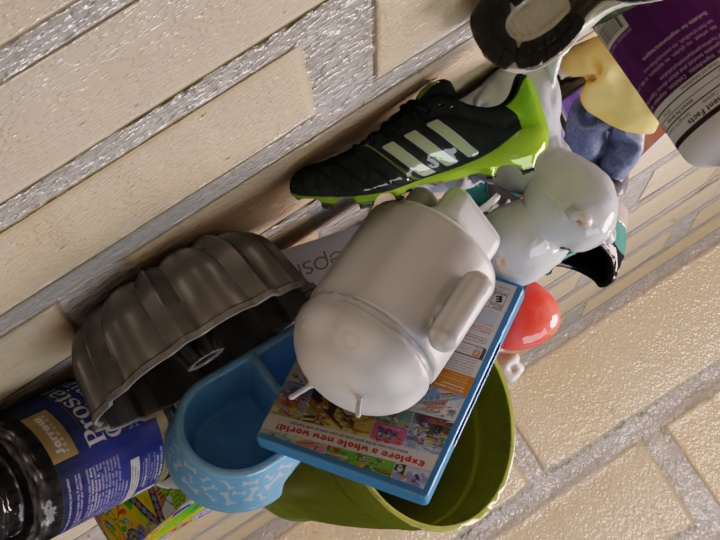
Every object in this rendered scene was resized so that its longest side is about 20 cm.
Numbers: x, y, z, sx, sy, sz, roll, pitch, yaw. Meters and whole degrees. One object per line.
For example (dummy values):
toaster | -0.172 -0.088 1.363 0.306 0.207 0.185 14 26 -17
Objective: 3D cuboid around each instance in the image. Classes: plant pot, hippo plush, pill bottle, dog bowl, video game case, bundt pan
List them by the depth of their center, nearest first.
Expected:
pill bottle | 0.260 -0.157 1.532 0.112 0.200 0.112 -33 170 -6
bundt pan | -0.137 0.038 1.561 0.202 0.076 0.202 -33 169 -7
video game case | 0.025 0.074 1.591 0.018 0.143 0.200 81 31 -57
dog bowl | -0.063 0.108 1.616 0.200 0.112 0.050 -30 156 -17
hippo plush | 0.143 -0.079 1.646 0.200 0.161 0.159 -36 169 15
pill bottle | -0.250 0.156 1.657 0.200 0.112 0.112 -25 167 -42
plant pot | -0.003 0.141 1.786 0.200 0.201 0.193 -24 -177 -43

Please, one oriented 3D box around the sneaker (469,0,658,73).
sneaker | 0.159 -0.201 1.434 0.200 0.077 0.089 -27 -178 -9

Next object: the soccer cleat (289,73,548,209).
soccer cleat | 0.041 -0.098 1.533 0.200 0.081 0.068 -13 -170 -3

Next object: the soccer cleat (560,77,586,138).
soccer cleat | 0.178 -0.114 1.843 0.068 0.073 0.200 -28 169 -29

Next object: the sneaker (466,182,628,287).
sneaker | 0.156 -0.045 1.817 0.200 0.080 0.071 19 147 -24

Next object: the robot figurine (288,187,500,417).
robot figurine | 0.025 0.027 1.541 0.169 0.113 0.200 1 -132 52

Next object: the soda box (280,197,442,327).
soda box | 0.000 0.000 1.727 0.200 0.064 0.068 -18 168 -6

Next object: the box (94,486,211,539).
box | -0.145 0.150 1.937 0.200 0.122 0.193 -24 167 -42

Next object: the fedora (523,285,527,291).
fedora | 0.065 0.004 1.889 0.200 0.092 0.201 -34 -158 15

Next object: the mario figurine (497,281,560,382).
mario figurine | 0.118 0.034 2.020 0.200 0.124 0.106 11 -127 41

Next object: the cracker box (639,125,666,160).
cracker box | 0.299 -0.178 1.873 0.200 0.058 0.134 -41 177 -37

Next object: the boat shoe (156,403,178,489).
boat shoe | -0.113 0.107 1.775 0.071 0.070 0.201 11 -119 44

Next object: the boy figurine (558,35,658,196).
boy figurine | 0.220 -0.158 1.705 0.064 0.124 0.200 -66 176 -51
